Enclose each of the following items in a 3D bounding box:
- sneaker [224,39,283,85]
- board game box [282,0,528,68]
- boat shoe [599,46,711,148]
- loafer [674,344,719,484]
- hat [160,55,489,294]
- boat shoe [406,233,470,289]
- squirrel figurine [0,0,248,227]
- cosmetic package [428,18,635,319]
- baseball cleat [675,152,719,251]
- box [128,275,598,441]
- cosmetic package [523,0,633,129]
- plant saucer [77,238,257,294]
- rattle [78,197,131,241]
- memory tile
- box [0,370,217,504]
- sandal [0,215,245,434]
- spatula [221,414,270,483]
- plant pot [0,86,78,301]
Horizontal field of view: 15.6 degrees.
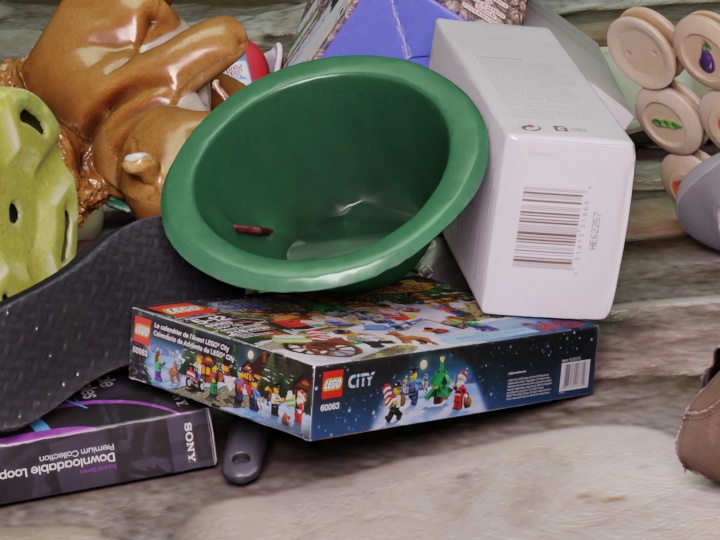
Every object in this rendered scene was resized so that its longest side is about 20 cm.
[{"bbox_3d":[-0.066,-0.081,1.661,0.071,0.113,0.200,-10,18,-14],"label":"sneaker"},{"bbox_3d":[0.030,-0.161,1.637,0.097,0.160,0.200,30,37,-10],"label":"board game box"},{"bbox_3d":[0.203,-0.113,1.775,0.200,0.061,0.072,-7,60,22],"label":"boat shoe"},{"bbox_3d":[0.198,0.044,1.251,0.071,0.073,0.200,3,19,22],"label":"loafer"},{"bbox_3d":[0.000,0.000,1.382,0.165,0.177,0.200,17,50,28],"label":"hat"},{"bbox_3d":[0.060,-0.014,1.503,0.199,0.057,0.067,-17,21,-32],"label":"boat shoe"},{"bbox_3d":[-0.142,-0.069,1.524,0.199,0.142,0.187,-19,42,-4],"label":"squirrel figurine"},{"bbox_3d":[0.084,-0.058,1.404,0.074,0.102,0.200,4,23,-10],"label":"cosmetic package"},{"bbox_3d":[0.234,-0.021,1.460,0.106,0.070,0.199,-36,24,-34],"label":"baseball cleat"},{"bbox_3d":[0.003,0.040,1.315,0.199,0.038,0.136,-6,16,-44],"label":"box"},{"bbox_3d":[0.099,-0.103,1.654,0.085,0.108,0.200,34,15,-12],"label":"cosmetic package"},{"bbox_3d":[-0.154,0.022,1.503,0.199,0.030,0.200,-4,17,1],"label":"plant saucer"},{"bbox_3d":[-0.221,-0.032,1.695,0.130,0.143,0.200,38,19,20],"label":"rattle"},{"bbox_3d":[0.236,-0.080,1.516,0.199,0.154,0.017,13,45,46],"label":"memory tile"},{"bbox_3d":[-0.183,0.077,1.327,0.199,0.036,0.143,-8,18,-14],"label":"box"},{"bbox_3d":[-0.139,0.024,1.314,0.048,0.076,0.200,-12,8,45],"label":"sandal"},{"bbox_3d":[-0.051,0.064,1.351,0.056,0.021,0.200,1,19,5],"label":"spatula"},{"bbox_3d":[-0.258,-0.028,1.396,0.183,0.202,0.200,-1,18,20],"label":"plant pot"}]
